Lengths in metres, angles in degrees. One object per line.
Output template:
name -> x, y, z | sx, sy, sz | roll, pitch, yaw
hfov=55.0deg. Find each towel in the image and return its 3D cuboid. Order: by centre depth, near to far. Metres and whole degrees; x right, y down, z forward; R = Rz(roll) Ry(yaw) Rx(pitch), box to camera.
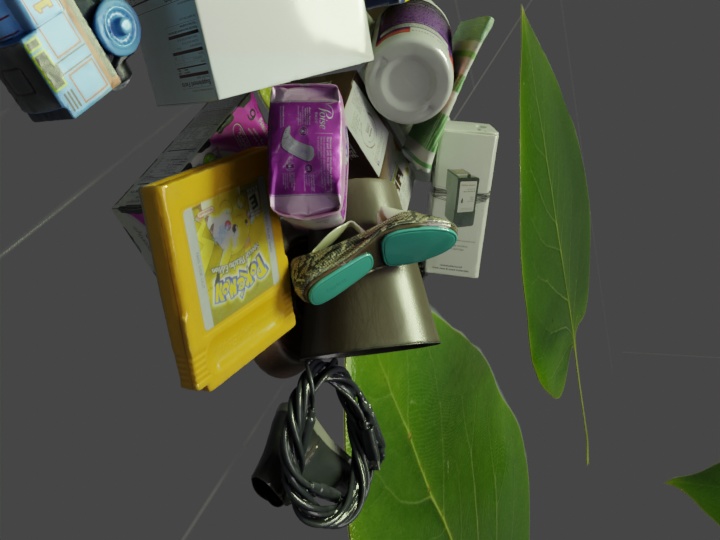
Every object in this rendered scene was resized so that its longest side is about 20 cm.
towel -> 0.114, -0.236, 0.927 | 0.153, 0.023, 0.204 | -105, -141, -73

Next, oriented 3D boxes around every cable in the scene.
cable -> -0.042, 0.205, 0.837 | 0.163, 0.050, 0.204 | -38, 116, -42

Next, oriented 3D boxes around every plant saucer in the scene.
plant saucer -> -0.082, 0.037, 0.889 | 0.199, 0.034, 0.206 | -2, 93, -60

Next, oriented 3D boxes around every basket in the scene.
basket -> 0.000, 0.000, 0.861 | 0.136, 0.175, 0.206 | 38, 44, -77

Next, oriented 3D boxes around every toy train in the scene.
toy train -> -0.254, -0.220, 0.536 | 0.115, 0.085, 0.203 | -55, 136, -36

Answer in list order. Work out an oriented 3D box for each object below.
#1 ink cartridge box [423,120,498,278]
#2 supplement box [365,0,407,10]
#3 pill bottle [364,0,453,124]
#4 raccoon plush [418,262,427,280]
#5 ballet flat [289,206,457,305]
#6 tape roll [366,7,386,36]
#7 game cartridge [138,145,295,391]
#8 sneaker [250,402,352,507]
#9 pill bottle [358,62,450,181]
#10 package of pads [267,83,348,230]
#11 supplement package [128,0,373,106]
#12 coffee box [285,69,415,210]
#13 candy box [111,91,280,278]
ink cartridge box -> 0.142, -0.110, 1.015 | 0.146, 0.082, 0.205 | -76, 172, -73
supplement box -> 0.032, -0.399, 0.873 | 0.200, 0.107, 0.112 | -47, 129, -50
pill bottle -> 0.066, -0.287, 0.906 | 0.202, 0.109, 0.113 | -82, 154, -51
raccoon plush -> 0.043, -0.048, 1.093 | 0.200, 0.095, 0.137 | -66, 139, -79
ballet flat -> 0.010, -0.030, 0.776 | 0.069, 0.196, 0.076 | 82, -18, -53
tape roll -> -0.008, -0.402, 0.982 | 0.201, 0.069, 0.208 | -2, 92, -60
game cartridge -> -0.130, -0.005, 0.685 | 0.176, 0.032, 0.205 | -38, 124, -56
sneaker -> -0.068, 0.270, 0.886 | 0.201, 0.074, 0.107 | 54, 49, -33
pill bottle -> 0.079, -0.239, 1.092 | 0.201, 0.111, 0.116 | 51, 48, -48
package of pads -> -0.050, -0.107, 0.713 | 0.200, 0.073, 0.124 | -109, -161, -89
supplement package -> -0.115, -0.283, 0.666 | 0.189, 0.145, 0.205 | -24, 113, -34
coffee box -> -0.017, -0.158, 0.921 | 0.201, 0.112, 0.081 | 53, 46, -48
candy box -> -0.153, -0.076, 0.734 | 0.202, 0.060, 0.138 | -62, 141, -38
